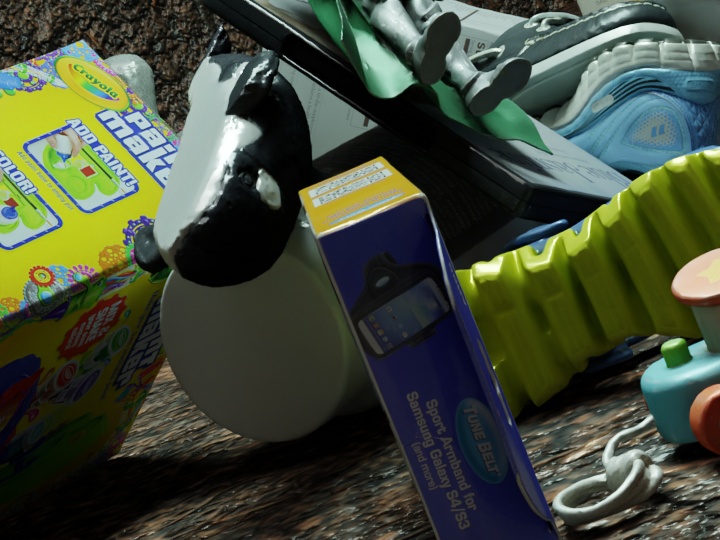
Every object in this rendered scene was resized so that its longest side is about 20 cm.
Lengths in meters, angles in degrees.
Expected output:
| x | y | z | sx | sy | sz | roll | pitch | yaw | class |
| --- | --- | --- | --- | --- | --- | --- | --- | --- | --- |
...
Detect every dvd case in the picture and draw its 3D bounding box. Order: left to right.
| x | y | z | sx | sy | sz | roll | pitch | yaw | class |
| --- | --- | --- | --- | --- | --- | --- | --- | --- | --- |
| 0.039 | -0.072 | 0.957 | 0.200 | 0.018 | 0.143 | 36 | 16 | 31 | dvd case |

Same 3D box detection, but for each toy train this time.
| x | y | z | sx | sy | sz | roll | pitch | yaw | class |
| --- | --- | --- | --- | --- | --- | --- | --- | --- | --- |
| 0.152 | 0.019 | 0.644 | 0.200 | 0.056 | 0.150 | -16 | 9 | 35 | toy train |

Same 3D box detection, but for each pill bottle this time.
| x | y | z | sx | sy | sz | roll | pitch | yaw | class |
| --- | --- | --- | --- | --- | --- | --- | --- | --- | --- |
| 0.000 | 0.000 | 0.986 | 0.114 | 0.114 | 0.200 | -17 | 8 | 34 | pill bottle |

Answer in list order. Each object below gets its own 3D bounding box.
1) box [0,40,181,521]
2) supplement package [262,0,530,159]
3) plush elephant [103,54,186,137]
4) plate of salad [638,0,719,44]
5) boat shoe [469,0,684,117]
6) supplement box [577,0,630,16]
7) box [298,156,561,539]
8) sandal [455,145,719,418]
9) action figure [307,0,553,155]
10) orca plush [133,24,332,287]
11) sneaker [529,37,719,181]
| x | y | z | sx | sy | sz | roll | pitch | yaw | class |
| --- | --- | --- | --- | --- | --- | --- | --- | --- | --- |
| -0.189 | 0.025 | 0.991 | 0.193 | 0.122 | 0.200 | -30 | -22 | -43 | box |
| 0.044 | -0.109 | 1.308 | 0.200 | 0.110 | 0.114 | 16 | 15 | 8 | supplement package |
| -0.085 | -0.046 | 1.475 | 0.165 | 0.200 | 0.155 | -6 | -10 | 18 | plush elephant |
| 0.222 | -0.116 | 1.089 | 0.200 | 0.048 | 0.200 | 12 | -10 | 2 | plate of salad |
| 0.089 | -0.100 | 1.088 | 0.076 | 0.060 | 0.200 | 14 | -26 | -34 | boat shoe |
| 0.196 | -0.160 | 1.236 | 0.126 | 0.200 | 0.074 | -19 | 8 | 16 | supplement box |
| 0.019 | 0.029 | 0.707 | 0.041 | 0.119 | 0.200 | -22 | 7 | 1 | box |
| 0.115 | -0.003 | 0.838 | 0.200 | 0.080 | 0.087 | -17 | 5 | 23 | sandal |
| 0.005 | -0.124 | 0.932 | 0.055 | 0.118 | 0.200 | -53 | 37 | 10 | action figure |
| -0.043 | -0.036 | 0.892 | 0.105 | 0.071 | 0.200 | -59 | 15 | 5 | orca plush |
| 0.117 | -0.037 | 1.044 | 0.078 | 0.090 | 0.200 | 0 | -21 | -18 | sneaker |
